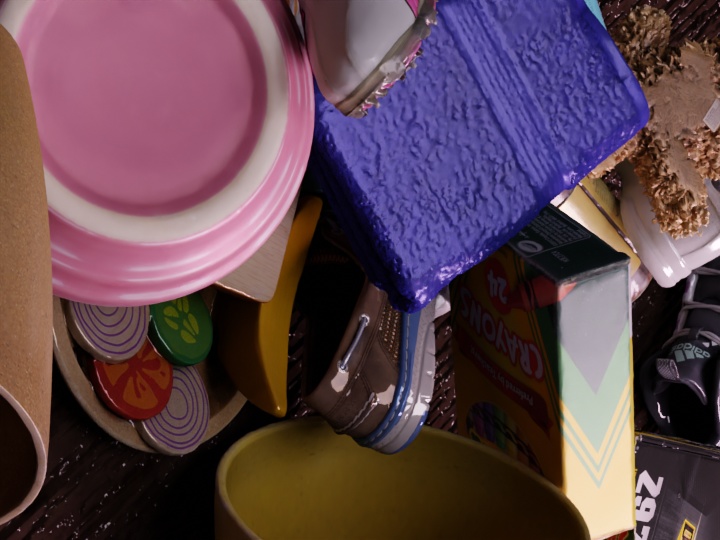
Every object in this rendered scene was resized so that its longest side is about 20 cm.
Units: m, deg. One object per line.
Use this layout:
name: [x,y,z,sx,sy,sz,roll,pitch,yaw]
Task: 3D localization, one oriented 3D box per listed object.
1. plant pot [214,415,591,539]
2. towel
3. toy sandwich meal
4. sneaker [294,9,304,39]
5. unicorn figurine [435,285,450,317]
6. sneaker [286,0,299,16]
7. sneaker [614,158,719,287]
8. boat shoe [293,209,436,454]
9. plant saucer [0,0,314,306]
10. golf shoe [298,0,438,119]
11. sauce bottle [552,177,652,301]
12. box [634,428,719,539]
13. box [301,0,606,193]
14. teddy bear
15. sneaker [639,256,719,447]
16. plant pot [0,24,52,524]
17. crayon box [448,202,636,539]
plant pot: [0.009,0.185,1.388,0.200,0.199,0.143,-18,127,-52]
towel: [0.053,-0.088,1.396,0.200,0.049,0.148,-39,108,-29]
toy sandwich meal: [-0.084,-0.007,1.343,0.205,0.070,0.207,3,86,-53]
sneaker: [-0.004,-0.202,1.423,0.087,0.074,0.201,-1,87,-16]
unicorn figurine: [0.080,0.019,1.569,0.200,0.073,0.138,50,50,-62]
sneaker: [-0.080,-0.212,1.352,0.079,0.078,0.201,-21,103,-59]
sneaker: [0.200,-0.081,1.654,0.075,0.088,0.201,44,24,-44]
boat shoe: [0.000,0.000,1.433,0.072,0.072,0.201,24,44,-29]
plant saucer: [-0.111,-0.085,1.252,0.199,0.051,0.202,2,83,-21]
golf shoe: [-0.013,-0.152,1.298,0.092,0.073,0.201,32,34,-23]
sauce bottle: [0.112,-0.052,1.609,0.200,0.064,0.065,48,53,-41]
box: [0.172,0.201,1.656,0.159,0.049,0.201,16,90,-49]
box: [0.039,-0.109,1.462,0.200,0.082,0.049,-34,114,-32]
teddy bear: [0.182,-0.092,1.567,0.199,0.067,0.146,-27,88,-31]
sneaker: [0.233,0.042,1.754,0.140,0.077,0.201,-7,94,-53]
plant pot: [-0.206,-0.017,1.114,0.186,0.186,0.201,45,42,-42]
crayon box: [0.101,0.065,1.460,0.051,0.127,0.201,-17,119,-22]
